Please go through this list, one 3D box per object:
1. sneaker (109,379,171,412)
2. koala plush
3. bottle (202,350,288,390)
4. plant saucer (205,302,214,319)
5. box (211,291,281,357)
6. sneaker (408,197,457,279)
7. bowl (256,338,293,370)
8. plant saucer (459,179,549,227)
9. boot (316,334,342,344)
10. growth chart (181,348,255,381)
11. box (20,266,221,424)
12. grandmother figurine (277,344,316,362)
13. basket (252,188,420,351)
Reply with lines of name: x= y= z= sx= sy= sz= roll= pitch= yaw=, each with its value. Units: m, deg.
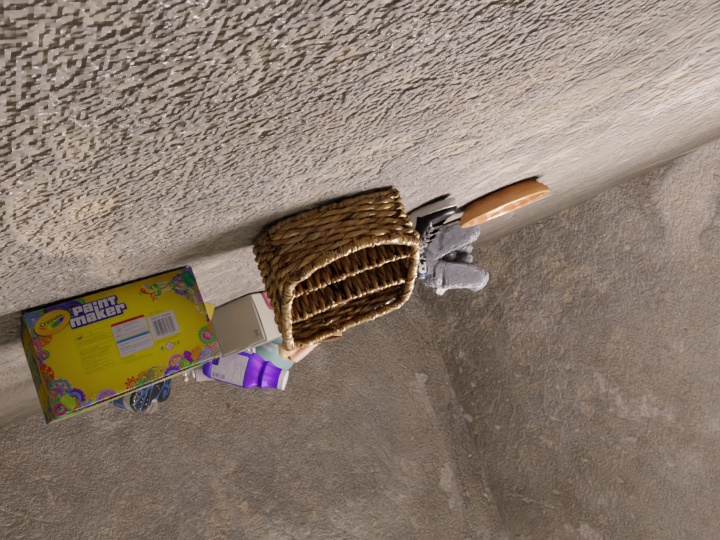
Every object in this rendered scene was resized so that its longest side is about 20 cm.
sneaker: x=-0.491 y=0.266 z=1.356 sx=0.075 sy=0.077 sz=0.200 roll=2 pitch=178 yaw=9
koala plush: x=0.210 y=-0.025 z=1.519 sx=0.180 sy=0.181 sz=0.200 roll=-9 pitch=176 yaw=1
bottle: x=-0.269 y=0.233 z=1.414 sx=0.196 sy=0.085 sz=0.065 roll=14 pitch=-174 yaw=4
plant saucer: x=-0.383 y=0.119 z=1.150 sx=0.197 sy=0.049 sz=0.200 roll=-22 pitch=175 yaw=-4
box: x=-0.238 y=0.117 z=1.400 sx=0.126 sy=0.111 sz=0.200 roll=-22 pitch=175 yaw=19
sneaker: x=0.113 y=-0.047 z=1.071 sx=0.072 sy=0.114 sz=0.199 roll=-17 pitch=174 yaw=-42
bowl: x=-0.236 y=0.170 z=1.604 sx=0.199 sy=0.203 sz=0.105 roll=-17 pitch=162 yaw=-41
plant saucer: x=0.300 y=-0.144 z=1.273 sx=0.197 sy=0.038 sz=0.200 roll=-20 pitch=175 yaw=-2
boot: x=-0.072 y=0.083 z=1.397 sx=0.197 sy=0.156 sz=0.074 roll=-19 pitch=159 yaw=-24
growth chart: x=-0.348 y=0.203 z=1.463 sx=0.196 sy=0.148 sz=0.018 roll=1 pitch=177 yaw=-13
box: x=-0.315 y=0.101 z=0.777 sx=0.198 sy=0.124 sz=0.192 roll=-19 pitch=175 yaw=-34
grandmother figurine: x=-0.101 y=0.154 z=1.457 sx=0.198 sy=0.061 sz=0.121 roll=-33 pitch=166 yaw=13
basket: x=-0.019 y=-0.002 z=0.762 sx=0.197 sy=0.151 sz=0.143 roll=-18 pitch=175 yaw=-23
